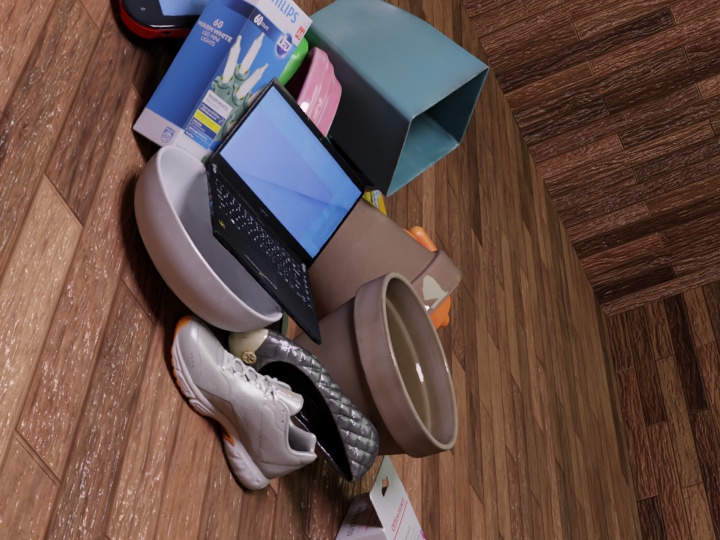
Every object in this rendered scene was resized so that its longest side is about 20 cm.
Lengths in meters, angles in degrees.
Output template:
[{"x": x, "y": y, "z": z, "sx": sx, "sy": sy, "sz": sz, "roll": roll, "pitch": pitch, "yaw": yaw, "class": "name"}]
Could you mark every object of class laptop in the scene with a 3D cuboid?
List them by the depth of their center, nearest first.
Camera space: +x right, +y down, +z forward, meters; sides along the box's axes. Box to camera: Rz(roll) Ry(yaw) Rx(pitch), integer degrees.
[{"x": -0.066, "y": -0.062, "z": 1.341, "sx": 0.177, "sy": 0.103, "sz": 0.201, "roll": 48, "pitch": 16, "yaw": -32, "class": "laptop"}]

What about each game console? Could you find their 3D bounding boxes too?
[{"x": -0.178, "y": -0.334, "z": 1.431, "sx": 0.197, "sy": 0.031, "sz": 0.179, "roll": -6, "pitch": 71, "yaw": -28, "class": "game console"}]

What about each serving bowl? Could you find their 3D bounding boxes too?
[{"x": -0.158, "y": -0.020, "z": 1.281, "sx": 0.201, "sy": 0.065, "sz": 0.201, "roll": 54, "pitch": 13, "yaw": -18, "class": "serving bowl"}]

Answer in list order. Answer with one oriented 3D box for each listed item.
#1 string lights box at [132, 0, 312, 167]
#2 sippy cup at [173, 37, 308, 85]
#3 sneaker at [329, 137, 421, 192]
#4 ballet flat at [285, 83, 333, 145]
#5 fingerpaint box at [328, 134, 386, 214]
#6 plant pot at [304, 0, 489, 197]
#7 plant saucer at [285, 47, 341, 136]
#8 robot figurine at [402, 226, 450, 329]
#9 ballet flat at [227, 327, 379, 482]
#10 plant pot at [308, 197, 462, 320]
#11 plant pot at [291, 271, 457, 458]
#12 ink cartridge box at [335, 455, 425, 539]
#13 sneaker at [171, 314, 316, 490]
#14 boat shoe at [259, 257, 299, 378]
[{"x": -0.141, "y": -0.204, "z": 1.360, "sx": 0.059, "sy": 0.202, "sz": 0.103, "roll": 30, "pitch": -1, "yaw": 27, "class": "string lights box"}, {"x": -0.150, "y": -0.269, "z": 1.515, "sx": 0.131, "sy": 0.140, "sz": 0.177, "roll": 49, "pitch": -18, "yaw": -27, "class": "sippy cup"}, {"x": -0.011, "y": -0.121, "z": 1.663, "sx": 0.082, "sy": 0.197, "sz": 0.071, "roll": 68, "pitch": 34, "yaw": -47, "class": "sneaker"}, {"x": -0.084, "y": -0.198, "z": 1.653, "sx": 0.068, "sy": 0.070, "sz": 0.201, "roll": 61, "pitch": 9, "yaw": -46, "class": "ballet flat"}, {"x": -0.040, "y": -0.163, "z": 1.815, "sx": 0.167, "sy": 0.072, "sz": 0.203, "roll": 31, "pitch": 43, "yaw": -64, "class": "fingerpaint box"}, {"x": 0.021, "y": -0.225, "z": 1.569, "sx": 0.200, "sy": 0.141, "sz": 0.142, "roll": 42, "pitch": -34, "yaw": 17, "class": "plant pot"}, {"x": -0.076, "y": -0.153, "z": 1.502, "sx": 0.050, "sy": 0.202, "sz": 0.202, "roll": 25, "pitch": 33, "yaw": -12, "class": "plant saucer"}, {"x": 0.053, "y": 0.019, "z": 1.840, "sx": 0.201, "sy": 0.143, "sz": 0.117, "roll": 57, "pitch": 5, "yaw": -37, "class": "robot figurine"}, {"x": -0.056, "y": 0.129, "z": 1.319, "sx": 0.200, "sy": 0.066, "sz": 0.057, "roll": 44, "pitch": 39, "yaw": -11, "class": "ballet flat"}, {"x": 0.000, "y": 0.000, "z": 1.619, "sx": 0.175, "sy": 0.199, "sz": 0.200, "roll": 52, "pitch": 19, "yaw": -4, "class": "plant pot"}, {"x": -0.008, "y": 0.123, "z": 1.440, "sx": 0.200, "sy": 0.171, "sz": 0.203, "roll": -19, "pitch": 90, "yaw": -72, "class": "plant pot"}, {"x": 0.030, "y": 0.328, "z": 1.518, "sx": 0.115, "sy": 0.067, "sz": 0.202, "roll": -57, "pitch": 127, "yaw": -69, "class": "ink cartridge box"}, {"x": -0.108, "y": 0.117, "z": 1.275, "sx": 0.201, "sy": 0.091, "sz": 0.076, "roll": 61, "pitch": 20, "yaw": -27, "class": "sneaker"}, {"x": -0.108, "y": 0.045, "z": 1.409, "sx": 0.060, "sy": 0.072, "sz": 0.204, "roll": 16, "pitch": 57, "yaw": -14, "class": "boat shoe"}]
